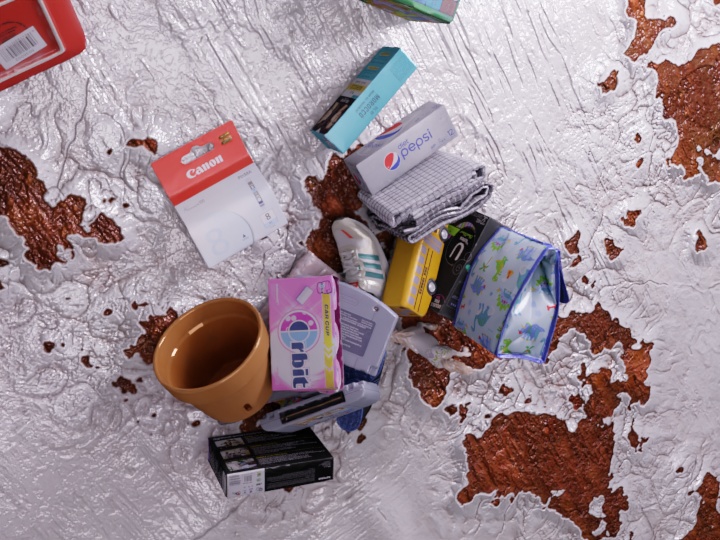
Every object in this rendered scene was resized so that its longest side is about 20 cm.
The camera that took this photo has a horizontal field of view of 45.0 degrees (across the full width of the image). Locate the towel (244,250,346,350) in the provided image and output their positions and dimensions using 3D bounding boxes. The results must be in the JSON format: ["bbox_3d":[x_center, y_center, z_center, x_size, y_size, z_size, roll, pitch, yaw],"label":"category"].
[{"bbox_3d":[-0.089,0.092,1.608,0.191,0.032,0.200,37,90,-29],"label":"towel"}]

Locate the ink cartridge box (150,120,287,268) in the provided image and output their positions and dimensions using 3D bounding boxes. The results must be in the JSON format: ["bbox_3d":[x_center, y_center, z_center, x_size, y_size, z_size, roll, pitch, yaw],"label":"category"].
[{"bbox_3d":[-0.236,-0.128,1.469,0.160,0.047,0.200,-31,117,-12],"label":"ink cartridge box"}]

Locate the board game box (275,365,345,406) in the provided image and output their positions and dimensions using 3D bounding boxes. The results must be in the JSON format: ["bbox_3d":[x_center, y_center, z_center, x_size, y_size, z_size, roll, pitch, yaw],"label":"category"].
[{"bbox_3d":[-0.088,0.172,1.594,0.157,0.039,0.201,7,104,-25],"label":"board game box"}]

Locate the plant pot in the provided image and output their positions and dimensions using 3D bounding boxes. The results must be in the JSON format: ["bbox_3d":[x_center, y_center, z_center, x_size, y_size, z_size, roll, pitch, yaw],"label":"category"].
[{"bbox_3d":[-0.235,0.165,1.491,0.200,0.200,0.140,-34,134,-10],"label":"plant pot"}]

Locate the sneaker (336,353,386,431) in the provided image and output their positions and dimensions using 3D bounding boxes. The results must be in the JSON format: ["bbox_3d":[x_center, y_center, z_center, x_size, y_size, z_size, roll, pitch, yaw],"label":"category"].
[{"bbox_3d":[0.003,0.205,1.655,0.070,0.078,0.201,21,104,6],"label":"sneaker"}]

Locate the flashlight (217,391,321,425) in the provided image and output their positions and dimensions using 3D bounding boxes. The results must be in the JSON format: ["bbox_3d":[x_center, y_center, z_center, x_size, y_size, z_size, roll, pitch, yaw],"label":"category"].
[{"bbox_3d":[-0.164,0.225,1.558,0.199,0.068,0.068,-15,111,6],"label":"flashlight"}]

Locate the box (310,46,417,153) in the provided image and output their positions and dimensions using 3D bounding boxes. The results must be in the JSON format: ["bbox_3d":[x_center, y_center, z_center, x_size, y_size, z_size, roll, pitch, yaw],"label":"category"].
[{"bbox_3d":[0.005,-0.296,1.502,0.049,0.082,0.200,42,87,-26],"label":"box"}]

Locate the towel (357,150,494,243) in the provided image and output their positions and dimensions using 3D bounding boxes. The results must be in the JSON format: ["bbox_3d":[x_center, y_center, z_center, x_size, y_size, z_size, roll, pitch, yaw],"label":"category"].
[{"bbox_3d":[0.116,-0.130,1.555,0.200,0.166,0.086,-31,119,-12],"label":"towel"}]

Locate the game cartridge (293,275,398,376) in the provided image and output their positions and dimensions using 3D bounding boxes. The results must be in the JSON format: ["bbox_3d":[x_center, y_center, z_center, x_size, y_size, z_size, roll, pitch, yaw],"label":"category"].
[{"bbox_3d":[-0.041,0.088,1.533,0.199,0.041,0.134,22,98,7],"label":"game cartridge"}]

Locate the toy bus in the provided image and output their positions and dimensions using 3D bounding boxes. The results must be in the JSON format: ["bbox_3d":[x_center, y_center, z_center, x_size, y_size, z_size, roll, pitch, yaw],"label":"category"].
[{"bbox_3d":[0.100,-0.013,1.589,0.078,0.065,0.201,32,64,-41],"label":"toy bus"}]

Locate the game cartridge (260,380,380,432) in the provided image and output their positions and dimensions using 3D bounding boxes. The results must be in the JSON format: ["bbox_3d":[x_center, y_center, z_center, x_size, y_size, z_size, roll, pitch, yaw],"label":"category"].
[{"bbox_3d":[-0.067,0.248,1.567,0.199,0.042,0.133,-21,160,11],"label":"game cartridge"}]

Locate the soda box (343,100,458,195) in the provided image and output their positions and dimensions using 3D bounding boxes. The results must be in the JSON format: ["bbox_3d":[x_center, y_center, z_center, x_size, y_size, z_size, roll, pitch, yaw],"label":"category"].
[{"bbox_3d":[0.073,-0.222,1.563,0.200,0.063,0.068,-36,117,-9],"label":"soda box"}]

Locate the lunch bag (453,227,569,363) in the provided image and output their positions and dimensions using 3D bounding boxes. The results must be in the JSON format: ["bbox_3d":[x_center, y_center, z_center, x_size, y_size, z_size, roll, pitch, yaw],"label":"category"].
[{"bbox_3d":[0.263,0.037,1.495,0.127,0.170,0.201,8,101,-25],"label":"lunch bag"}]

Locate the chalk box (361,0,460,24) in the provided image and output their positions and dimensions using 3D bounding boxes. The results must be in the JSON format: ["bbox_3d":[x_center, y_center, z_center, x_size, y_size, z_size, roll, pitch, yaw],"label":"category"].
[{"bbox_3d":[0.094,-0.482,1.416,0.123,0.200,0.125,15,99,-26],"label":"chalk box"}]

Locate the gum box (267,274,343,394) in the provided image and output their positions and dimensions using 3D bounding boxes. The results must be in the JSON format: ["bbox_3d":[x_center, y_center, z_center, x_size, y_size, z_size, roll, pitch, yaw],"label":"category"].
[{"bbox_3d":[-0.093,0.112,1.482,0.113,0.066,0.201,-3,85,9],"label":"gum box"}]

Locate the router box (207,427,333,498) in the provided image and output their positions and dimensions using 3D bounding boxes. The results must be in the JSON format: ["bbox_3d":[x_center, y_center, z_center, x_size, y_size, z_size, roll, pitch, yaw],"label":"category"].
[{"bbox_3d":[-0.166,0.343,1.585,0.199,0.149,0.051,-4,107,-22],"label":"router box"}]

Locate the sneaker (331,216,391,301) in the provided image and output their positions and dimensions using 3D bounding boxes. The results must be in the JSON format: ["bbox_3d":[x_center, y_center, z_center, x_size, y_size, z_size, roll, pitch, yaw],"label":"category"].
[{"bbox_3d":[0.000,0.000,1.570,0.093,0.070,0.200,-49,118,-42],"label":"sneaker"}]

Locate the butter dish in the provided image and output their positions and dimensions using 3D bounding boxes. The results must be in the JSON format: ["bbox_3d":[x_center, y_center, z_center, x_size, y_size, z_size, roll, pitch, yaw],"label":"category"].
[{"bbox_3d":[-0.521,-0.371,1.226,0.200,0.148,0.200,-31,155,-14],"label":"butter dish"}]

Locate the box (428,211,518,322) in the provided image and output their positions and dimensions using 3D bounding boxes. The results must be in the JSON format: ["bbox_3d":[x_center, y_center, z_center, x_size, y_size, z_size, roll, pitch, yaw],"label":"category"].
[{"bbox_3d":[0.202,-0.005,1.637,0.124,0.148,0.201,25,95,-29],"label":"box"}]

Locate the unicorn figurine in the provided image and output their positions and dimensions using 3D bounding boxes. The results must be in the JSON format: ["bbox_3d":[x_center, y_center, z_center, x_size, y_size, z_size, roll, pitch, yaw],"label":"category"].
[{"bbox_3d":[0.119,0.144,1.668,0.137,0.199,0.074,0,102,-51],"label":"unicorn figurine"}]
